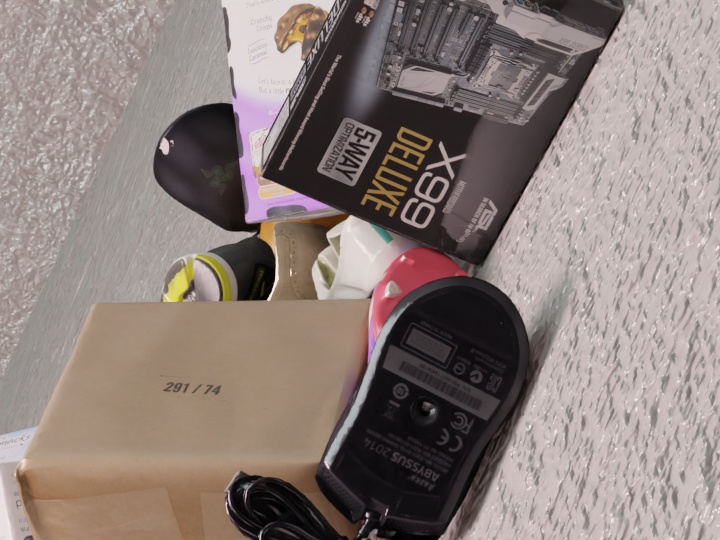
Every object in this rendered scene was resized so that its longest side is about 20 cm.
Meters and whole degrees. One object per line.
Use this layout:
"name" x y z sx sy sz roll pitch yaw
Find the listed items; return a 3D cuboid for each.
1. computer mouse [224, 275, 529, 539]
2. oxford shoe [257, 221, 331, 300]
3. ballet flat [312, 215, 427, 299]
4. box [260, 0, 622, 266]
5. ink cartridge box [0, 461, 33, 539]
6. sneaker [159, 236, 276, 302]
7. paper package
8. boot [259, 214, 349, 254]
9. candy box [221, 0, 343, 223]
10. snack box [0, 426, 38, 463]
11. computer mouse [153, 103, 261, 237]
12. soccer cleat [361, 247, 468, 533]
"computer mouse" 0.024 0.093 1.389 0.200 0.138 0.053 -58 -4 3
"oxford shoe" -0.055 0.054 1.779 0.070 0.075 0.200 -79 4 -72
"ballet flat" 0.000 0.000 1.651 0.200 0.069 0.070 122 166 -71
"box" 0.048 -0.119 1.513 0.200 0.157 0.050 -61 15 24
"ink cartridge box" -0.193 0.242 1.761 0.084 0.145 0.200 -45 53 56
"sneaker" -0.116 0.045 1.832 0.085 0.075 0.200 -25 -16 -35
"paper package" -0.093 0.106 1.533 0.191 0.200 0.104 -74 -20 -56
"boot" -0.052 0.011 1.859 0.201 0.071 0.144 100 -177 -65
"candy box" -0.011 -0.142 1.661 0.168 0.071 0.200 -8 87 44
"snack box" -0.249 0.219 1.930 0.168 0.200 0.068 -13 39 16
"computer mouse" -0.081 -0.074 1.909 0.139 0.200 0.053 -51 56 15
"soccer cleat" 0.027 0.071 1.500 0.077 0.067 0.200 119 163 -45
